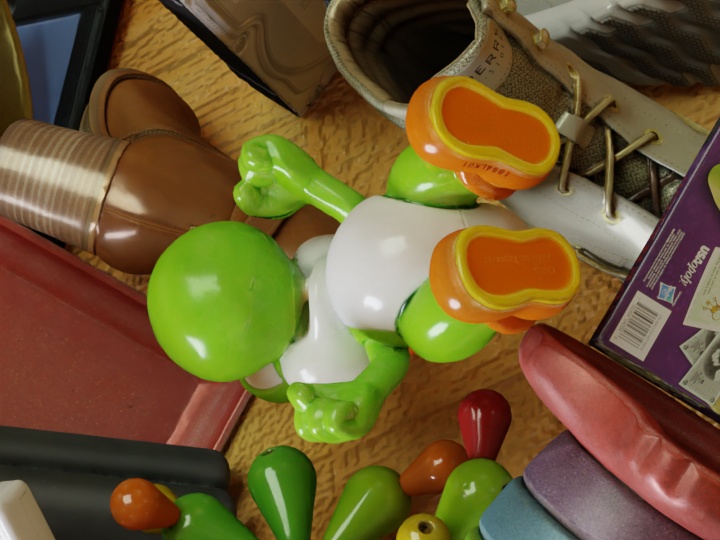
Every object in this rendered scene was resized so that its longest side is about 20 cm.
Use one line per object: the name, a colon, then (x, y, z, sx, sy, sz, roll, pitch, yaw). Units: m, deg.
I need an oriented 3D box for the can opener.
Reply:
can opener: (-0.154, 0.101, 1.163, 0.053, 0.199, 0.067, -105, 27, -53)

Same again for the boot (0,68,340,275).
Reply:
boot: (-0.060, -0.026, 1.209, 0.154, 0.200, 0.074, 18, 106, 10)

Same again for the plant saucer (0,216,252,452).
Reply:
plant saucer: (-0.175, 0.080, 1.193, 0.200, 0.199, 0.037, -62, 13, -8)

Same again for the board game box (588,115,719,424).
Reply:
board game box: (0.182, -0.029, 0.994, 0.120, 0.032, 0.200, 31, 85, 1)

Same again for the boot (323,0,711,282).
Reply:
boot: (0.088, -0.045, 1.046, 0.200, 0.155, 0.072, 26, 83, 46)

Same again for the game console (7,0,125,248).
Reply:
game console: (-0.226, -0.086, 1.363, 0.172, 0.119, 0.201, -7, 61, 37)

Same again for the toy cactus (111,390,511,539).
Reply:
toy cactus: (-0.019, 0.139, 1.073, 0.199, 0.102, 0.165, -21, 62, 19)

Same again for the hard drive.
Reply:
hard drive: (-0.026, -0.154, 1.183, 0.038, 0.200, 0.140, 32, 87, 20)

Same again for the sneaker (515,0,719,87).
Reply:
sneaker: (0.107, -0.120, 1.132, 0.200, 0.075, 0.082, -11, 60, 36)

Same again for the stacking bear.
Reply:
stacking bear: (0.066, 0.141, 0.987, 0.200, 0.114, 0.121, -56, 36, 8)

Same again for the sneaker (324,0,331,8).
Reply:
sneaker: (0.064, -0.178, 1.148, 0.200, 0.070, 0.082, -35, 15, 13)

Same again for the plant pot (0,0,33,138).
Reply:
plant pot: (-0.262, -0.095, 1.273, 0.142, 0.200, 0.201, -20, 53, 18)

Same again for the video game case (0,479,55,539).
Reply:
video game case: (-0.162, 0.182, 1.111, 0.182, 0.200, 0.024, -12, 21, 35)

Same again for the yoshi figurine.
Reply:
yoshi figurine: (-0.013, 0.003, 1.023, 0.112, 0.112, 0.200, -47, 8, -35)
